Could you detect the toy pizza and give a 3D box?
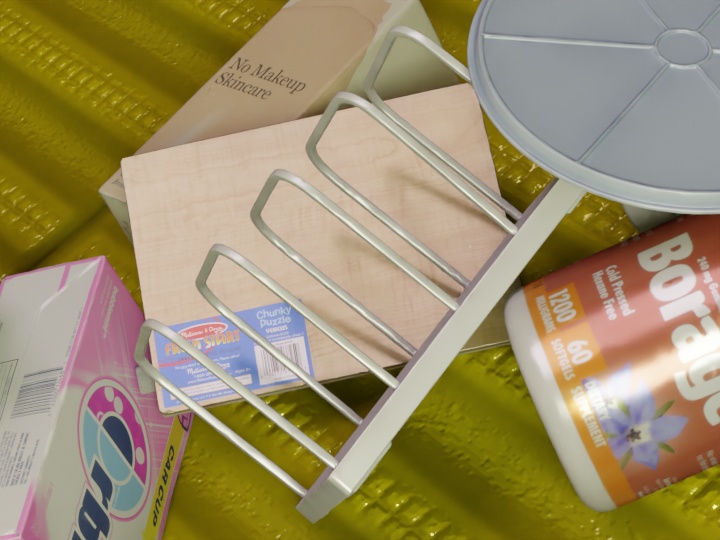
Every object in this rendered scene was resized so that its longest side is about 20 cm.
[{"bbox_3d":[0.148,-0.092,1.060,0.199,0.032,0.201,0,47,0],"label":"toy pizza"}]

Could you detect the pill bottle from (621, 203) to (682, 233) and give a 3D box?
[{"bbox_3d":[0.207,-0.104,1.164,0.111,0.112,0.201,-2,46,30],"label":"pill bottle"}]

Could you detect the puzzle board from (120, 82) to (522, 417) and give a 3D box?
[{"bbox_3d":[-0.020,-0.011,1.211,0.199,0.017,0.152,-12,67,2],"label":"puzzle board"}]

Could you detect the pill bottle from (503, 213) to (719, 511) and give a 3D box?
[{"bbox_3d":[0.175,0.023,1.045,0.199,0.112,0.112,-25,38,7],"label":"pill bottle"}]

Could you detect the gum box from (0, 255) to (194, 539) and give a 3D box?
[{"bbox_3d":[-0.152,0.106,1.161,0.066,0.114,0.201,-12,41,22],"label":"gum box"}]

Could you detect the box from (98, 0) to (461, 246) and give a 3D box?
[{"bbox_3d":[-0.044,-0.076,1.320,0.095,0.078,0.200,20,60,44],"label":"box"}]

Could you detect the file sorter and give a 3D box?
[{"bbox_3d":[0.000,0.000,1.102,0.200,0.124,0.139,-51,-1,-14],"label":"file sorter"}]
